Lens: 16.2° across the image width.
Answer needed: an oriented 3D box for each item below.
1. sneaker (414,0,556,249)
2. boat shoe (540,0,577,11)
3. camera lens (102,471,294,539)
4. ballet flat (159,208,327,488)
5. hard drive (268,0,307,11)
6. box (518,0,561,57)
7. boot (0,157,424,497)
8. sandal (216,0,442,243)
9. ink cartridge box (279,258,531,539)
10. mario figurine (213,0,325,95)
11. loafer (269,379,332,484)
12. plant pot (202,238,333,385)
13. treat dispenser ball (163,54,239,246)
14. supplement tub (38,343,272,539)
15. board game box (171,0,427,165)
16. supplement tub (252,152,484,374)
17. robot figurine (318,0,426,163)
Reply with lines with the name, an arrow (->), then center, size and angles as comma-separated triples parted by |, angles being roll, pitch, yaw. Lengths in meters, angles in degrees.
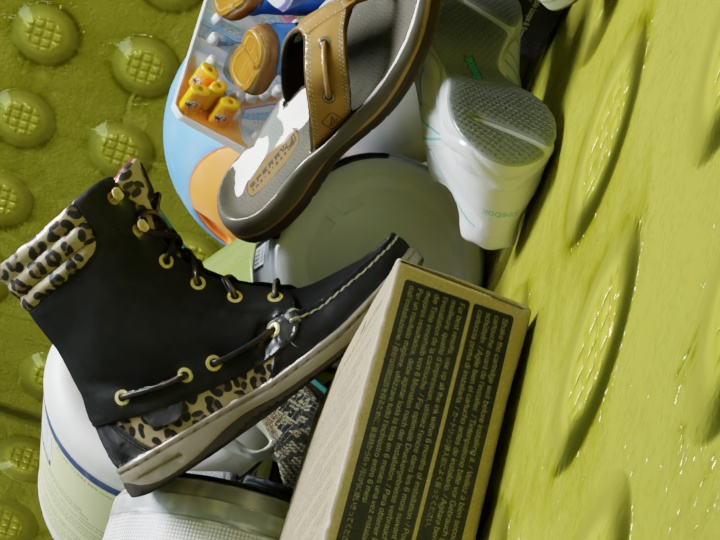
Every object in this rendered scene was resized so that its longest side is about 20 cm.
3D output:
sneaker -> 0.055, -0.091, 1.363 | 0.201, 0.070, 0.081 | -99, 14, -50
boat shoe -> 0.109, -0.230, 1.291 | 0.072, 0.066, 0.202 | -15, 52, 53
camera lens -> -0.081, 0.220, 1.387 | 0.160, 0.159, 0.201 | 122, 165, -71
ballet flat -> -0.088, 0.047, 1.450 | 0.075, 0.200, 0.068 | -41, -17, -8
hard drive -> 0.032, -0.234, 1.457 | 0.200, 0.025, 0.132 | -31, -25, -43
box -> 0.124, -0.241, 1.436 | 0.143, 0.036, 0.201 | 116, 169, -59
boot -> -0.082, 0.006, 1.334 | 0.200, 0.151, 0.073 | -37, 0, 7
sandal -> -0.023, -0.103, 1.352 | 0.200, 0.054, 0.082 | -49, 34, 21
ink cartridge box -> 0.010, 0.114, 1.242 | 0.200, 0.075, 0.166 | 116, 172, -63
mario figurine -> -0.002, -0.155, 1.672 | 0.106, 0.199, 0.124 | 29, 118, 56
loafer -> -0.024, 0.136, 1.577 | 0.200, 0.072, 0.073 | 114, 167, -62
plant pot -> -0.057, 0.049, 1.707 | 0.190, 0.199, 0.201 | -47, 24, 52
treat dispenser ball -> -0.050, -0.103, 1.914 | 0.201, 0.199, 0.202 | -162, 90, -85
supplement tub -> -0.125, 0.111, 1.556 | 0.200, 0.144, 0.146 | 105, 180, -58
board game box -> -0.017, -0.130, 1.699 | 0.026, 0.199, 0.201 | -49, 20, 42
supplement tub -> 0.000, 0.000, 1.473 | 0.200, 0.122, 0.123 | 154, 133, -84
robot figurine -> 0.026, -0.121, 1.521 | 0.169, 0.114, 0.200 | -29, 0, 14
